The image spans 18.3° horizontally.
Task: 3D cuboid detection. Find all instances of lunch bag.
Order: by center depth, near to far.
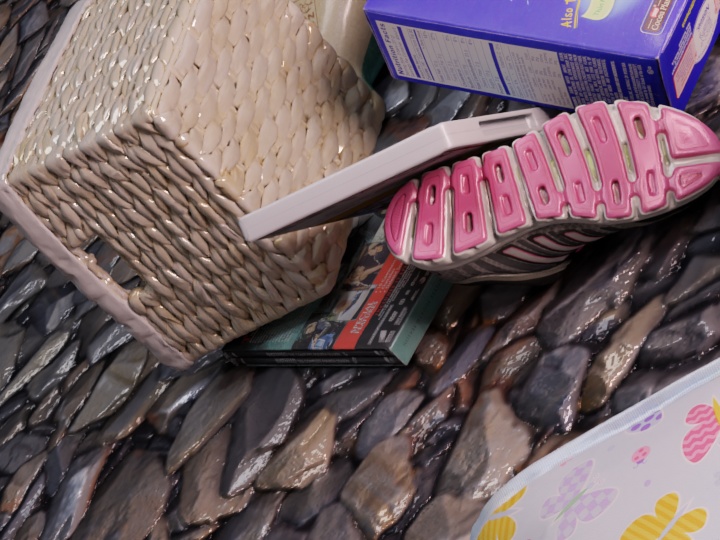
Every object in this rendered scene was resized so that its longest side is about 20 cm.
[{"bbox_3d":[0.139,0.151,0.958,0.199,0.127,0.170,-29,33,13],"label":"lunch bag"}]

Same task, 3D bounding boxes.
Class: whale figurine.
[{"bbox_3d":[-0.009,-0.182,1.679,0.158,0.103,0.202,-25,58,35],"label":"whale figurine"}]

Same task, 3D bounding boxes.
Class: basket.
[{"bbox_3d":[-0.108,-0.082,1.498,0.160,0.198,0.201,-23,35,35],"label":"basket"}]

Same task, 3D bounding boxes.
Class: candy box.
[{"bbox_3d":[0.127,-0.186,1.387,0.198,0.077,0.170,14,59,26],"label":"candy box"}]

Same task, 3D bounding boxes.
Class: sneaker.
[{"bbox_3d":[0.116,-0.039,1.298,0.198,0.087,0.074,-18,68,13],"label":"sneaker"}]

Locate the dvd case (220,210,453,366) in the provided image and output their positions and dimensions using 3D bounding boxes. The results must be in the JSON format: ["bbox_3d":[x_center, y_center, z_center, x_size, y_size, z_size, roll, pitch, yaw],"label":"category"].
[{"bbox_3d":[0.000,0.000,1.477,0.199,0.022,0.147,-3,50,53],"label":"dvd case"}]

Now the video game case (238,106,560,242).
[{"bbox_3d":[0.029,-0.060,1.344,0.142,0.018,0.200,-24,-4,25],"label":"video game case"}]
